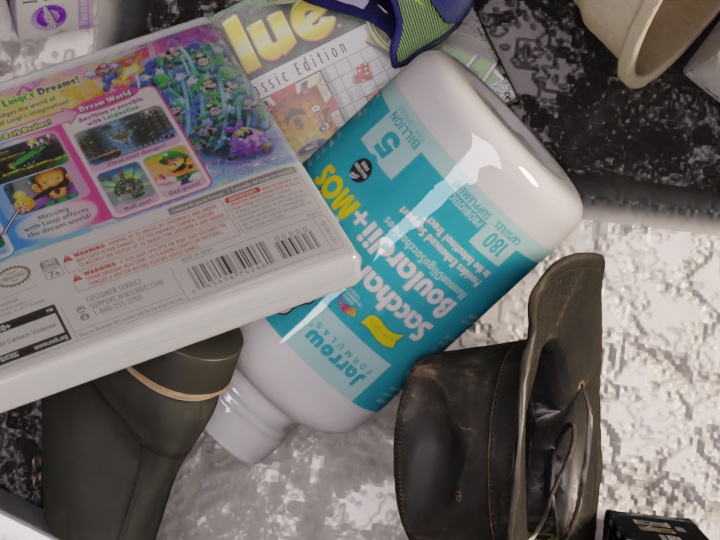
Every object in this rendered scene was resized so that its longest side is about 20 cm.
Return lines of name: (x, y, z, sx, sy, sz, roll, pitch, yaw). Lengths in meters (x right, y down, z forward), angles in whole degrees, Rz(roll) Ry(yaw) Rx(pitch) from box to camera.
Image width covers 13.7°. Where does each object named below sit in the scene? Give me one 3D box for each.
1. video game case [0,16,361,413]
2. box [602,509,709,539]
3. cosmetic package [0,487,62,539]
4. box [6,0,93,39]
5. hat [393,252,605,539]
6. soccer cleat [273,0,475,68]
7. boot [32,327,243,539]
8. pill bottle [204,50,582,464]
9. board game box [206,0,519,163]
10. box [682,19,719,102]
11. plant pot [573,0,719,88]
video game case: (-0.125, -0.026, 1.361, 0.199, 0.024, 0.182, -20, 48, -14)
box: (0.127, 0.218, 1.396, 0.043, 0.160, 0.201, 7, 90, 1)
cosmetic package: (-0.172, 0.164, 1.441, 0.199, 0.071, 0.102, 27, 92, 0)
box: (-0.148, -0.190, 1.382, 0.038, 0.200, 0.042, -10, 53, -11)
hat: (0.060, 0.083, 1.392, 0.081, 0.200, 0.202, 9, 91, 18)
soccer cleat: (-0.033, -0.174, 1.425, 0.200, 0.065, 0.084, 38, 82, 11)
boot: (-0.142, 0.041, 1.418, 0.077, 0.200, 0.139, 1, 122, -35)
pill bottle: (0.000, 0.000, 1.412, 0.200, 0.111, 0.111, -44, 90, 10)
board game box: (-0.034, -0.085, 1.463, 0.199, 0.023, 0.105, -27, 89, 0)
box: (0.256, -0.142, 1.395, 0.106, 0.152, 0.200, 37, 91, -1)
plant pot: (0.111, -0.218, 1.389, 0.183, 0.200, 0.201, 37, 91, 11)
